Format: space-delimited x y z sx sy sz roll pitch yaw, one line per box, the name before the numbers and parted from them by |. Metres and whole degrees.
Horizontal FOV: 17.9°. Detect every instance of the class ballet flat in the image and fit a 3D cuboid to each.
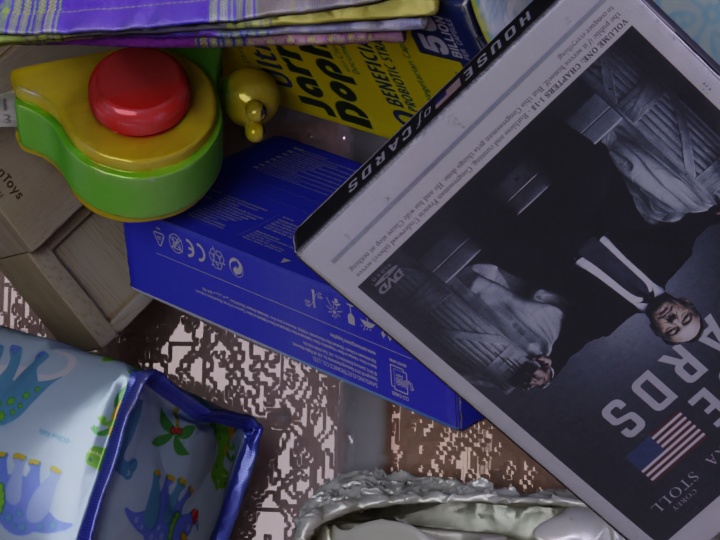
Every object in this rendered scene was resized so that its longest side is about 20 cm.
ballet flat | 0.061 0.124 0.959 0.198 0.072 0.072 3 86 20

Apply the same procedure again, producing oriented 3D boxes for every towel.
towel | -0.067 -0.155 0.848 0.198 0.023 0.145 0 87 12

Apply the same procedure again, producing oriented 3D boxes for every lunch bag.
lunch bag | -0.162 0.127 0.971 0.169 0.127 0.201 14 82 32

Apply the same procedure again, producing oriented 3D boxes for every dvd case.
dvd case | 0.098 0.002 0.817 0.200 0.025 0.150 40 108 -20

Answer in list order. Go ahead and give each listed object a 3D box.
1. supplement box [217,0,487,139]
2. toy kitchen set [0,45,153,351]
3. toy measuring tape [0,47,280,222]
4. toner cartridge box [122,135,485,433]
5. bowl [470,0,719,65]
supplement box | 0.006 -0.131 0.937 0.199 0.109 0.110 19 64 35
toy kitchen set | -0.161 -0.087 1.067 0.163 0.180 0.200 -45 108 -26
toy measuring tape | -0.126 -0.047 0.927 0.198 0.074 0.074 -13 79 -13
toner cartridge box | 0.000 0.000 0.939 0.199 0.095 0.044 22 125 42
bowl | 0.130 -0.148 0.812 0.199 0.200 0.108 -24 38 17
